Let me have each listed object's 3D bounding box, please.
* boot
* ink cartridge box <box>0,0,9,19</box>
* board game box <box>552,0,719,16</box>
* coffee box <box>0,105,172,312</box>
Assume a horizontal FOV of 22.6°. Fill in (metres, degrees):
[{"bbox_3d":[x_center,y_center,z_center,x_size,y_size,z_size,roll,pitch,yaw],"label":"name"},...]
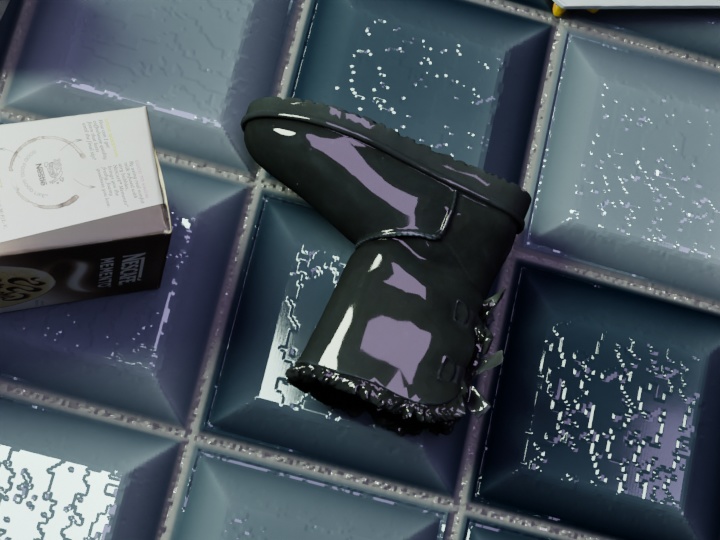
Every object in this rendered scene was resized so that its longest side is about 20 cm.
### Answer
[{"bbox_3d":[-0.001,0.000,1.077,0.198,0.073,0.163,22,73,-3],"label":"boot"},{"bbox_3d":[-0.304,-0.210,1.048,0.200,0.147,0.083,18,71,-3],"label":"ink cartridge box"},{"bbox_3d":[0.213,-0.265,1.221,0.200,0.026,0.200,-2,72,-11],"label":"board game box"},{"bbox_3d":[-0.214,-0.026,1.022,0.200,0.113,0.080,-9,74,-12],"label":"coffee box"}]
